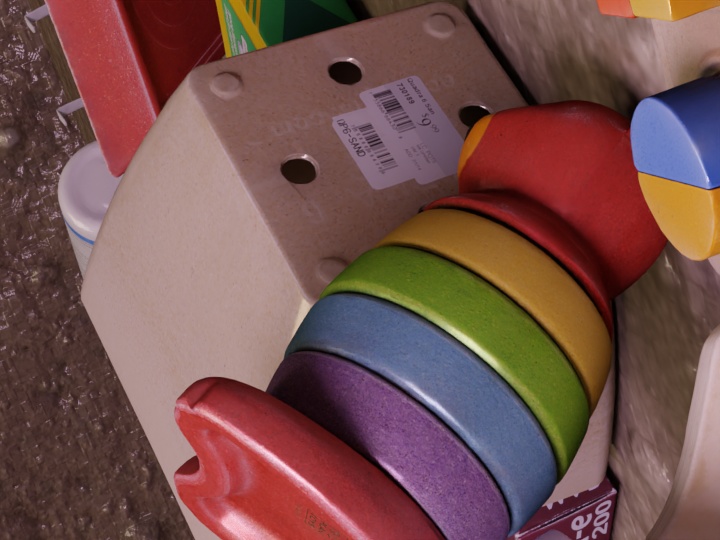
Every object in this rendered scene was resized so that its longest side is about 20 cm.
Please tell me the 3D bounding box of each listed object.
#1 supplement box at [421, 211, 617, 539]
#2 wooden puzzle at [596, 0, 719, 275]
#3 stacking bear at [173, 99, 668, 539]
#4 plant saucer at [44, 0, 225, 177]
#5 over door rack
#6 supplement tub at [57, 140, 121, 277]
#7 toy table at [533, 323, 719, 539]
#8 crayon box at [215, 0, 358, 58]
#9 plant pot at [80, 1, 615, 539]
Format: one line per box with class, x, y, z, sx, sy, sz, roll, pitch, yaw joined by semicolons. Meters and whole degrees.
supplement box;0.060;0.069;0.975;0.109;0.060;0.201;84;160;-59
wooden puzzle;0.112;-0.061;0.506;0.201;0.046;0.185;69;168;-15
stacking bear;0.038;0.021;0.647;0.113;0.200;0.122;35;157;10
plant saucer;-0.130;-0.194;1.153;0.200;0.036;0.201;-60;-40;-49
over door rack;-0.226;-0.170;1.773;0.199;0.067;0.148;34;153;30
supplement tub;-0.264;-0.048;2.074;0.133;0.131;0.200;61;167;25
toy table;0.127;0.118;0.573;0.185;0.117;0.200;61;175;-9
crayon box;-0.023;-0.083;1.062;0.201;0.058;0.173;84;160;-60
plant pot;0.000;0.000;0.819;0.201;0.199;0.178;59;156;30
